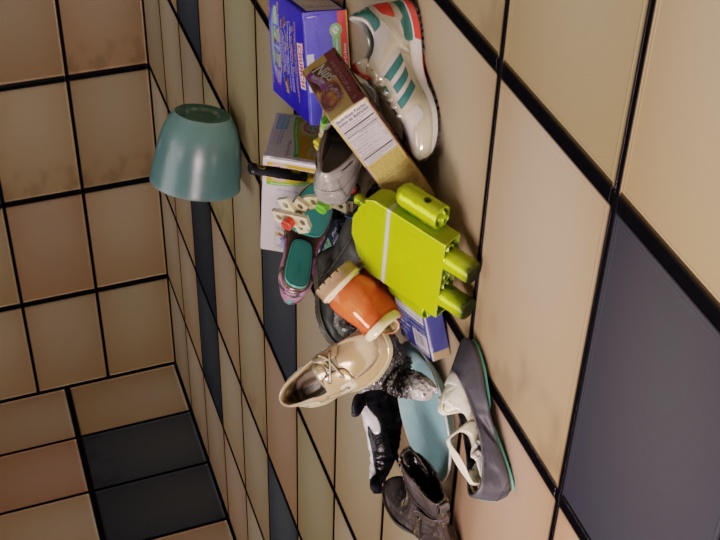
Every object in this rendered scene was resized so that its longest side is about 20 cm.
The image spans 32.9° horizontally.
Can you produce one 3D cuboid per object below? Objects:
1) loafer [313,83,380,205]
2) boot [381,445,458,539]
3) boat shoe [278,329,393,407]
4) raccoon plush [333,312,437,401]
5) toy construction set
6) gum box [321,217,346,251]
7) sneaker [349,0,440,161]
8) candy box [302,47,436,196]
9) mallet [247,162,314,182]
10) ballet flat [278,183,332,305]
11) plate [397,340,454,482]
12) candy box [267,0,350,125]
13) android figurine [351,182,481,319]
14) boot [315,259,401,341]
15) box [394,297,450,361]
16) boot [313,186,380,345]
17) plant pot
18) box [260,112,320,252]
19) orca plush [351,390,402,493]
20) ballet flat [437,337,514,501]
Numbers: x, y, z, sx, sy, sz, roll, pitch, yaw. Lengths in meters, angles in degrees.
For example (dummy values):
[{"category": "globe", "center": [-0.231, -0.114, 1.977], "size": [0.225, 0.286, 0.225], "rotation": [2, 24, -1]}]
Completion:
[{"category": "loafer", "center": [-0.016, -0.180, 1.633], "size": [0.070, 0.069, 0.202], "rotation": [81, -160, -54]}, {"category": "boot", "center": [0.081, 0.308, 1.699], "size": [0.200, 0.069, 0.176], "rotation": [44, 156, 47]}, {"category": "boat shoe", "center": [-0.035, 0.136, 1.644], "size": [0.199, 0.064, 0.073], "rotation": [-34, 74, 40]}, {"category": "raccoon plush", "center": [0.037, 0.090, 1.672], "size": [0.198, 0.096, 0.136], "rotation": [7, 108, 42]}, {"category": "toy construction set", "center": [-0.040, -0.138, 1.697], "size": [0.130, 0.202, 0.092], "rotation": [24, 160, 17]}, {"category": "gum box", "center": [-0.011, 0.043, 1.925], "size": [0.170, 0.044, 0.203], "rotation": [118, 137, -64]}, {"category": "sneaker", "center": [0.036, -0.230, 1.498], "size": [0.070, 0.092, 0.203], "rotation": [-179, 79, -73]}, {"category": "candy box", "center": [0.012, -0.170, 1.519], "size": [0.200, 0.056, 0.117], "rotation": [51, -172, -45]}, {"category": "mallet", "center": [-0.070, -0.127, 1.763], "size": [0.041, 0.198, 0.066], "rotation": [-54, 51, 37]}, {"category": "ballet flat", "center": [-0.090, -0.038, 1.823], "size": [0.071, 0.068, 0.202], "rotation": [128, 157, -56]}, {"category": "plate", "center": [0.095, 0.195, 1.704], "size": [0.200, 0.025, 0.203], "rotation": [168, 90, -74]}, {"category": "candy box", "center": [-0.079, -0.331, 1.848], "size": [0.200, 0.076, 0.172], "rotation": [-129, 32, -59]}, {"category": "android figurine", "center": [0.062, -0.024, 1.504], "size": [0.199, 0.041, 0.184], "rotation": [34, 141, 29]}, {"category": "boot", "center": [0.013, 0.040, 1.600], "size": [0.107, 0.075, 0.200], "rotation": [44, -164, 5]}, {"category": "box", "center": [0.068, 0.008, 1.626], "size": [0.121, 0.032, 0.203], "rotation": [-141, 34, -66]}, {"category": "boot", "center": [-0.001, 0.001, 1.768], "size": [0.200, 0.072, 0.184], "rotation": [-41, 60, 48]}, {"category": "plant pot", "center": [-0.345, -0.261, 2.610], "size": [0.201, 0.198, 0.163], "rotation": [-127, 43, -56]}, {"category": "box", "center": [-0.100, -0.135, 1.942], "size": [0.202, 0.100, 0.113], "rotation": [97, -176, -47]}, {"category": "orca plush", "center": [0.040, 0.227, 1.824], "size": [0.070, 0.105, 0.203], "rotation": [-16, 52, 34]}, {"category": "ballet flat", "center": [0.133, 0.185, 1.493], "size": [0.073, 0.072, 0.203], "rotation": [141, 117, -72]}]
